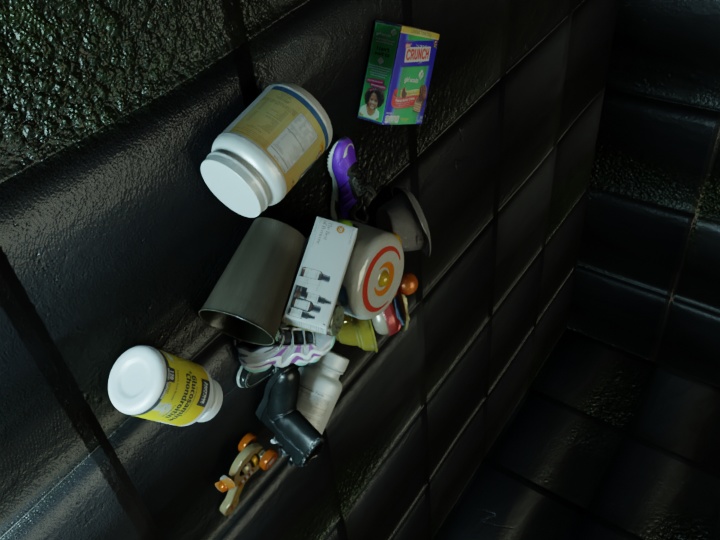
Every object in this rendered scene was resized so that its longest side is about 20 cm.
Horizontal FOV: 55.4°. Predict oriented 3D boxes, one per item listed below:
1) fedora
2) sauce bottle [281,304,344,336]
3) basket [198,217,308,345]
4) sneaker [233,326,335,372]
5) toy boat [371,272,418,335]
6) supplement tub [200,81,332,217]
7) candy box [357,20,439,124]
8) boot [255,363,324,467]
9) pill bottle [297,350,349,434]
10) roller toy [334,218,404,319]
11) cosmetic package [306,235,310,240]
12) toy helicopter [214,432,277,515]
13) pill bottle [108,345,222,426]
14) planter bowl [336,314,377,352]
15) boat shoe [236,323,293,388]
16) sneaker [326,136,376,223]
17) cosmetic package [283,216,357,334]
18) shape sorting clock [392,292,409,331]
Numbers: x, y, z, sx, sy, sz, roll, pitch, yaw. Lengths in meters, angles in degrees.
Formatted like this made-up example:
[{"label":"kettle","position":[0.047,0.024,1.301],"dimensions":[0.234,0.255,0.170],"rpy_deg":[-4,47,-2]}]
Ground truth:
[{"label":"fedora","position":[0.095,-0.103,1.656],"dimensions":[0.090,0.177,0.200],"rpy_deg":[-25,154,-10]},{"label":"sauce bottle","position":[-0.130,0.072,1.312],"dimensions":[0.065,0.199,0.065],"rpy_deg":[-48,146,-48]},{"label":"basket","position":[-0.185,0.016,1.247],"dimensions":[0.136,0.180,0.201],"rpy_deg":[35,66,-28]},{"label":"sneaker","position":[-0.150,0.134,1.343],"dimensions":[0.199,0.078,0.140],"rpy_deg":[-17,149,-5]},{"label":"toy boat","position":[0.066,0.040,1.544],"dimensions":[0.131,0.130,0.201],"rpy_deg":[133,-61,-86]},{"label":"supplement tub","position":[-0.155,-0.201,1.144],"dimensions":[0.200,0.144,0.145],"rpy_deg":[-52,148,-25]},{"label":"candy box","position":[0.084,-0.420,1.471],"dimensions":[0.169,0.077,0.201],"rpy_deg":[-18,123,-54]},{"label":"boot","position":[-0.138,0.311,1.453],"dimensions":[0.073,0.162,0.199],"rpy_deg":[-20,146,-45]},{"label":"pill bottle","position":[-0.107,0.280,1.584],"dimensions":[0.201,0.114,0.114],"rpy_deg":[-65,151,-4]},{"label":"roller toy","position":[0.000,0.000,1.386],"dimensions":[0.200,0.139,0.183],"rpy_deg":[7,101,-59]},{"label":"cosmetic package","position":[-0.102,0.007,1.441],"dimensions":[0.200,0.081,0.113],"rpy_deg":[-45,141,-34]},{"label":"toy helicopter","position":[-0.267,0.459,1.482],"dimensions":[0.132,0.079,0.201],"rpy_deg":[-26,143,-59]},{"label":"pill bottle","position":[-0.323,0.203,1.169],"dimensions":[0.112,0.112,0.200],"rpy_deg":[-63,151,-8]},{"label":"planter bowl","position":[-0.031,0.107,1.582],"dimensions":[0.083,0.201,0.201],"rpy_deg":[-19,137,-5]},{"label":"boat shoe","position":[-0.178,0.177,1.448],"dimensions":[0.200,0.060,0.076],"rpy_deg":[-49,146,-31]},{"label":"sneaker","position":[-0.010,-0.184,1.445],"dimensions":[0.070,0.099,0.201],"rpy_deg":[-42,143,-41]},{"label":"cosmetic package","position":[-0.071,0.008,1.248],"dimensions":[0.051,0.082,0.201],"rpy_deg":[108,-1,-71]},{"label":"shape sorting clock","position":[0.078,0.052,1.682],"dimensions":[0.039,0.200,0.201],"rpy_deg":[-13,129,-14]}]
